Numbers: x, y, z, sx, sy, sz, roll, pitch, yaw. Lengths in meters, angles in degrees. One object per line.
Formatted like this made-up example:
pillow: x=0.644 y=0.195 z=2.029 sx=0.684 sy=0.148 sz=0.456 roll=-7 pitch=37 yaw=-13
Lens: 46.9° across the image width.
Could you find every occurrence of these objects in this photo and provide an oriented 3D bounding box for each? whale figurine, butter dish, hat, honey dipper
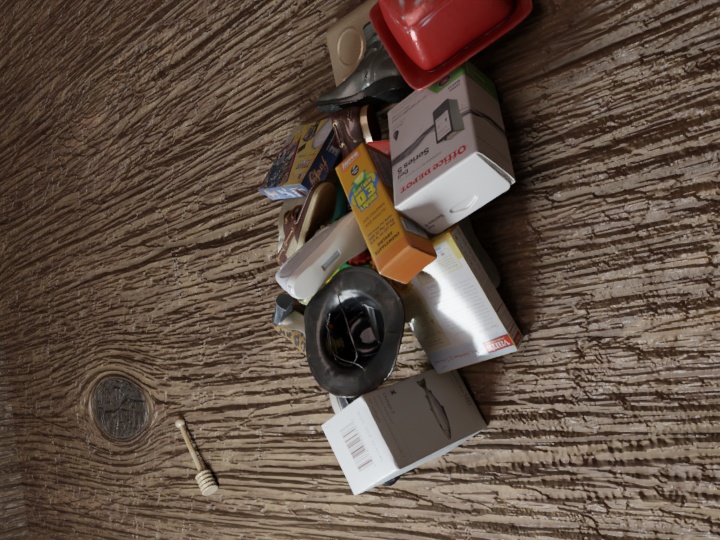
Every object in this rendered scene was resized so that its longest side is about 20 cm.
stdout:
whale figurine: x=-0.057 y=-0.122 z=1.430 sx=0.200 sy=0.104 sz=0.159 roll=-54 pitch=22 yaw=12
butter dish: x=0.098 y=-0.385 z=1.122 sx=0.200 sy=0.148 sz=0.200 roll=-33 pitch=57 yaw=11
hat: x=0.008 y=0.091 z=1.224 sx=0.200 sy=0.081 sz=0.201 roll=-4 pitch=84 yaw=42
honey dipper: x=-0.378 y=0.419 z=1.893 sx=0.200 sy=0.038 sz=0.038 roll=56 pitch=132 yaw=34

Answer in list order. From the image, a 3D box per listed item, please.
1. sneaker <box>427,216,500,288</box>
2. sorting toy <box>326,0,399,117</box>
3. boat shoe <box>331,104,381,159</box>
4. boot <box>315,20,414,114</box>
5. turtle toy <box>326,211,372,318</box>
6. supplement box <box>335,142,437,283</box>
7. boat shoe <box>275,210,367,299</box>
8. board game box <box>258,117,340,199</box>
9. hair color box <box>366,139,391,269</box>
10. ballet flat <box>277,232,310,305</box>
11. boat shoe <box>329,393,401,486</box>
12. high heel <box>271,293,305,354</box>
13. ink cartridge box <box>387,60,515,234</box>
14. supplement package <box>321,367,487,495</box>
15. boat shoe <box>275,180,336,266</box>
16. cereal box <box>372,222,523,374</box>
sneaker: x=0.118 y=-0.033 z=1.251 sx=0.114 sy=0.072 sz=0.201 roll=-43 pitch=63 yaw=45
sorting toy: x=0.022 y=-0.343 z=1.355 sx=0.185 sy=0.036 sz=0.201 roll=-18 pitch=77 yaw=48
boat shoe: x=0.008 y=-0.164 z=1.319 sx=0.070 sy=0.070 sz=0.201 roll=-7 pitch=111 yaw=21
boot: x=0.013 y=-0.320 z=1.301 sx=0.200 sy=0.068 sz=0.131 roll=-7 pitch=78 yaw=44
turtle toy: x=0.000 y=0.000 z=1.351 sx=0.101 sy=0.146 sz=0.200 roll=-36 pitch=67 yaw=21
supplement box: x=0.033 y=-0.083 z=1.162 sx=0.067 sy=0.069 sz=0.200 roll=-42 pitch=51 yaw=26
boat shoe: x=-0.048 y=-0.039 z=1.282 sx=0.068 sy=0.072 sz=0.200 roll=31 pitch=74 yaw=40
board game box: x=-0.096 y=-0.189 z=1.414 sx=0.136 sy=0.035 sz=0.200 roll=-61 pitch=24 yaw=-11
hair color box: x=0.061 y=-0.096 z=1.277 sx=0.061 sy=0.101 sz=0.201 roll=-2 pitch=93 yaw=29
ballet flat: x=-0.115 y=-0.025 z=1.518 sx=0.071 sy=0.071 sz=0.201 roll=-40 pitch=65 yaw=43
boat shoe: x=0.029 y=0.251 z=1.391 sx=0.093 sy=0.075 sz=0.200 roll=-45 pitch=69 yaw=34
high heel: x=-0.087 y=0.136 z=1.532 sx=0.200 sy=0.071 sz=0.143 roll=47 pitch=161 yaw=11
ink cartridge box: x=0.120 y=-0.173 z=1.145 sx=0.145 sy=0.084 sz=0.200 roll=-33 pitch=41 yaw=32
supplement package: x=0.067 y=0.232 z=1.235 sx=0.117 sy=0.200 sz=0.117 roll=-44 pitch=68 yaw=43
boat shoe: x=-0.096 y=-0.071 z=1.331 sx=0.072 sy=0.072 sz=0.200 roll=36 pitch=138 yaw=16
cereal box: x=0.125 y=0.045 z=1.194 sx=0.144 sy=0.040 sz=0.200 roll=-22 pitch=106 yaw=36
